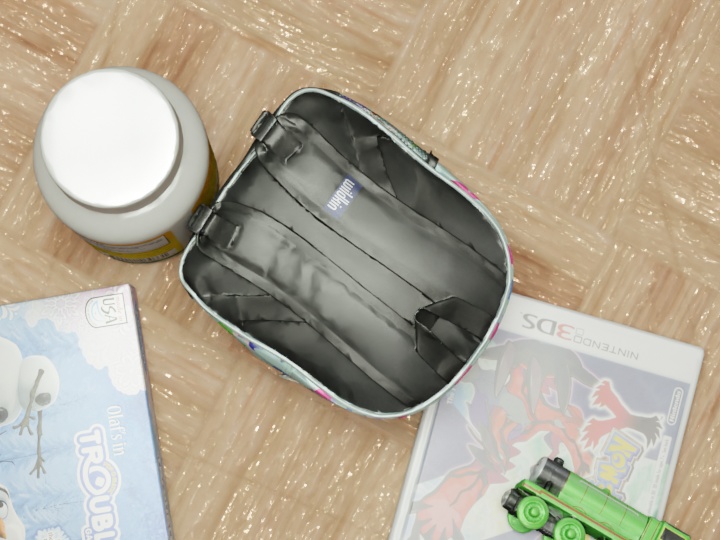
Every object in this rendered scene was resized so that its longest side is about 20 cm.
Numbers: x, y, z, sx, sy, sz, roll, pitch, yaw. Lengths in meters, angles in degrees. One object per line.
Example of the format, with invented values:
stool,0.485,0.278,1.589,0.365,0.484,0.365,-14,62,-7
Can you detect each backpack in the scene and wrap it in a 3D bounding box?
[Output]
backpack,0.000,0.000,1.085,0.199,0.151,0.178,34,87,9

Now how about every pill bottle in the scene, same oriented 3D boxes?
pill bottle,-0.151,-0.069,1.062,0.112,0.200,0.114,0,85,-1

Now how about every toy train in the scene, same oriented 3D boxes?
toy train,0.188,0.191,1.108,0.199,0.042,0.057,31,74,1

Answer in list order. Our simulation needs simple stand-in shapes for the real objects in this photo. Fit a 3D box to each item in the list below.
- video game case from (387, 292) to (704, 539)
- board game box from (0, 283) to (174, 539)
video game case,0.129,0.126,1.142,0.181,0.023,0.202,16,85,0
board game box,-0.237,0.124,1.122,0.197,0.043,0.202,-10,85,-4
